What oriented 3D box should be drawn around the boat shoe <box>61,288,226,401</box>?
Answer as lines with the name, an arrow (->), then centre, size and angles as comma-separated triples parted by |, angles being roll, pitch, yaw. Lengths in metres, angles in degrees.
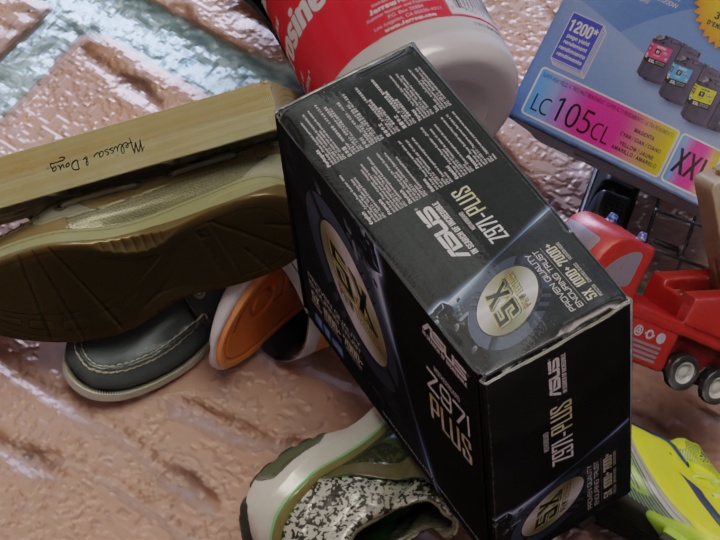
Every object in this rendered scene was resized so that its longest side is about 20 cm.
boat shoe -> -0.091, -0.005, 1.402 | 0.073, 0.062, 0.200 | 41, 62, 19

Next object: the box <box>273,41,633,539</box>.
box -> 0.047, 0.017, 1.245 | 0.086, 0.164, 0.200 | -27, 55, -15

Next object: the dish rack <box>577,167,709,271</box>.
dish rack -> 0.233, -0.036, 1.462 | 0.199, 0.055, 0.154 | 20, 57, 6

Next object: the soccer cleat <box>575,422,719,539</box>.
soccer cleat -> 0.179, 0.129, 1.335 | 0.200, 0.065, 0.084 | 35, 55, 18

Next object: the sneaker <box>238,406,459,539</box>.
sneaker -> 0.037, 0.108, 1.321 | 0.199, 0.077, 0.089 | -36, 48, -17

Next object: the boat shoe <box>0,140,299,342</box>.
boat shoe -> -0.123, -0.018, 1.347 | 0.199, 0.073, 0.063 | -19, 40, 12

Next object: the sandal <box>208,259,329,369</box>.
sandal -> 0.001, -0.006, 1.401 | 0.059, 0.079, 0.206 | 39, 59, 23

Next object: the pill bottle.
pill bottle -> 0.002, -0.157, 1.403 | 0.111, 0.113, 0.201 | -16, 57, -16

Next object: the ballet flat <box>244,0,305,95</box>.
ballet flat -> -0.038, -0.128, 1.495 | 0.056, 0.067, 0.201 | -15, 51, -8

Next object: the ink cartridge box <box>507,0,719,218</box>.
ink cartridge box -> 0.189, -0.142, 1.397 | 0.136, 0.076, 0.201 | 27, 89, 20

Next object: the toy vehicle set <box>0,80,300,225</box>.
toy vehicle set -> -0.131, -0.062, 1.367 | 0.198, 0.124, 0.027 | -15, 89, 7

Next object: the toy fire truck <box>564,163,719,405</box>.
toy fire truck -> 0.192, -0.005, 1.327 | 0.199, 0.142, 0.049 | 22, 8, -33
